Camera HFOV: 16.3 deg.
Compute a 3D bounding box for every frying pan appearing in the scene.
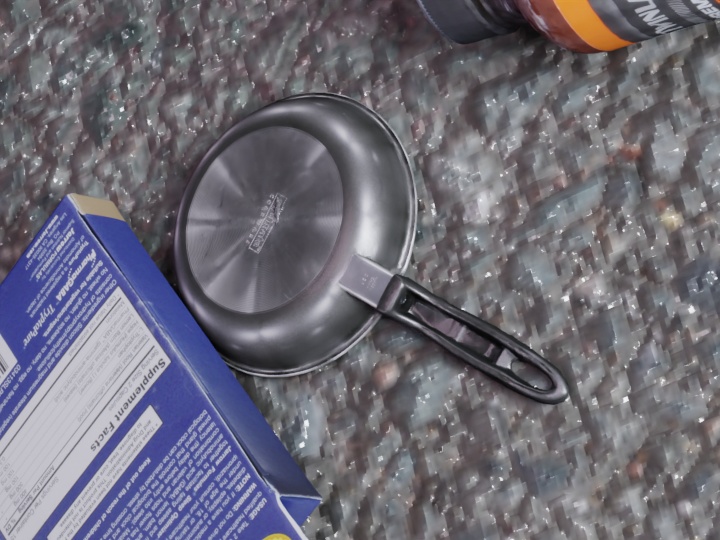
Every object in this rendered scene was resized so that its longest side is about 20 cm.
[{"bbox_3d":[-0.013,0.011,0.961,0.115,0.031,0.191,-43,56,16],"label":"frying pan"}]

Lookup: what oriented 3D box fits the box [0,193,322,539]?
[{"bbox_3d":[-0.091,0.082,0.973,0.121,0.032,0.200,-51,55,21],"label":"box"}]

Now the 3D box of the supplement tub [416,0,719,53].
[{"bbox_3d":[0.113,-0.139,0.878,0.199,0.107,0.108,-15,68,28],"label":"supplement tub"}]
